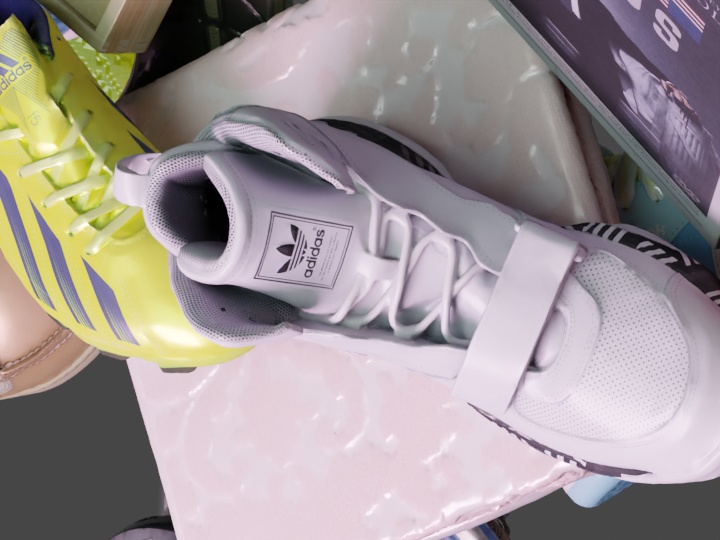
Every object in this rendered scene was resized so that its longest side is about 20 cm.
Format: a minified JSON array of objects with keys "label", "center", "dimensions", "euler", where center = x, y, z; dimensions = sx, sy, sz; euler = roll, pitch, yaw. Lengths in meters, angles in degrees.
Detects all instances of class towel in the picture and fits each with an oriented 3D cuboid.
[{"label":"towel","center":[0.000,0.000,0.815],"dimensions":[0.199,0.032,0.192],"euler":[-25,75,32]}]

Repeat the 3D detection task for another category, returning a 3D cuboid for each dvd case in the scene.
[{"label":"dvd case","center":[0.065,-0.090,0.662],"dimensions":[0.025,0.200,0.150],"euler":[-39,78,-6]}]

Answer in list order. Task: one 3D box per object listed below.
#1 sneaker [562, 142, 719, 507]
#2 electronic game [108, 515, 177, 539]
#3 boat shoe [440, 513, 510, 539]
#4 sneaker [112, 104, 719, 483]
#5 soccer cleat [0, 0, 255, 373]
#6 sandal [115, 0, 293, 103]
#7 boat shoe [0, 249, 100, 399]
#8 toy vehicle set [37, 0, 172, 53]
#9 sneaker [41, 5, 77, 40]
[{"label":"sneaker","center":[0.096,-0.027,0.806],"dimensions":[0.131,0.079,0.200],"euler":[49,121,16]},{"label":"electronic game","center":[-0.036,0.183,0.930],"dimensions":[0.200,0.042,0.201],"euler":[30,138,31]},{"label":"boat shoe","center":[0.020,0.084,0.883],"dimensions":[0.072,0.072,0.200],"euler":[-43,79,32]},{"label":"sneaker","center":[0.019,0.008,0.712],"dimensions":[0.199,0.115,0.075],"euler":[28,105,33]},{"label":"soccer cleat","center":[-0.104,-0.041,0.817],"dimensions":[0.200,0.065,0.084],"euler":[42,154,31]},{"label":"sandal","center":[-0.051,-0.074,0.906],"dimensions":[0.079,0.057,0.202],"euler":[24,131,11]},{"label":"boat shoe","center":[-0.179,0.030,1.011],"dimensions":[0.200,0.066,0.074],"euler":[-25,87,39]},{"label":"toy vehicle set","center":[-0.080,-0.190,0.822],"dimensions":[0.124,0.026,0.200],"euler":[41,116,23]},{"label":"sneaker","center":[-0.087,-0.174,0.905],"dimensions":[0.076,0.081,0.201],"euler":[36,121,25]}]
